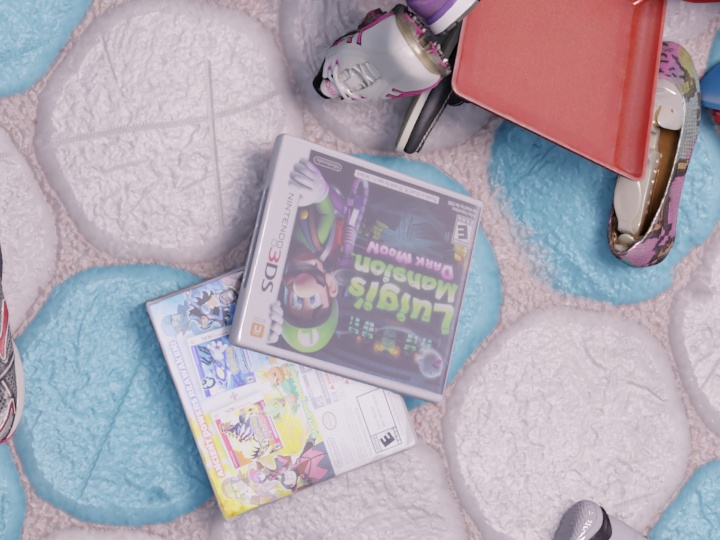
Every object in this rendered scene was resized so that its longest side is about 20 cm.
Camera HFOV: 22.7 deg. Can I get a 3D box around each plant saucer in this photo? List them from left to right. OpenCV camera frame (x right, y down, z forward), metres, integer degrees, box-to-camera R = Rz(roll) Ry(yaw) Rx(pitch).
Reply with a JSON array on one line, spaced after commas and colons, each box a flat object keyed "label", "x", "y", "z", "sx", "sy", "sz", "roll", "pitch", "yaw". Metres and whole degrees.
[{"label": "plant saucer", "x": 0.162, "y": -0.191, "z": 1.504, "sx": 0.199, "sy": 0.037, "sz": 0.201, "roll": 23, "pitch": 63, "yaw": -25}]

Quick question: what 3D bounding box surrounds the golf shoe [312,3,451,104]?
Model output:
[{"label": "golf shoe", "x": 0.015, "y": -0.164, "z": 1.464, "sx": 0.092, "sy": 0.200, "sz": 0.073, "roll": -39, "pitch": 101, "yaw": -6}]

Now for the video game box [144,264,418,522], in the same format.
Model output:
[{"label": "video game box", "x": -0.068, "y": 0.089, "z": 1.541, "sx": 0.181, "sy": 0.047, "sz": 0.201, "roll": -20, "pitch": 95, "yaw": -10}]

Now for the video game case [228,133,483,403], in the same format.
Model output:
[{"label": "video game case", "x": 0.000, "y": 0.000, "z": 1.517, "sx": 0.199, "sy": 0.023, "sz": 0.183, "roll": 18, "pitch": 78, "yaw": -24}]

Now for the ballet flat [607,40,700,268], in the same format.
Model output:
[{"label": "ballet flat", "x": 0.251, "y": -0.102, "z": 1.561, "sx": 0.069, "sy": 0.071, "sz": 0.201, "roll": 10, "pitch": 94, "yaw": 31}]

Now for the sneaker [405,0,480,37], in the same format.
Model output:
[{"label": "sneaker", "x": 0.084, "y": -0.280, "z": 1.411, "sx": 0.088, "sy": 0.076, "sz": 0.200, "roll": 42, "pitch": 52, "yaw": -12}]

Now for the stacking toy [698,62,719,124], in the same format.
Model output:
[{"label": "stacking toy", "x": 0.387, "y": -0.099, "z": 1.579, "sx": 0.116, "sy": 0.110, "sz": 0.201, "roll": -29, "pitch": 107, "yaw": -8}]

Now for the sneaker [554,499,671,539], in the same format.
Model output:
[{"label": "sneaker", "x": 0.210, "y": 0.312, "z": 1.573, "sx": 0.114, "sy": 0.075, "sz": 0.201, "roll": 19, "pitch": 86, "yaw": -5}]

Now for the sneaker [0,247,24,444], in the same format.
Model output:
[{"label": "sneaker", "x": -0.329, "y": 0.050, "z": 1.489, "sx": 0.080, "sy": 0.075, "sz": 0.201, "roll": -10, "pitch": 94, "yaw": -7}]

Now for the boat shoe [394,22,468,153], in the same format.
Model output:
[{"label": "boat shoe", "x": 0.097, "y": -0.178, "z": 1.539, "sx": 0.066, "sy": 0.075, "sz": 0.200, "roll": 29, "pitch": 75, "yaw": -5}]

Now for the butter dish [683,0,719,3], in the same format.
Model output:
[{"label": "butter dish", "x": 0.288, "y": -0.302, "z": 1.524, "sx": 0.147, "sy": 0.200, "sz": 0.201, "roll": -12, "pitch": 93, "yaw": 15}]
